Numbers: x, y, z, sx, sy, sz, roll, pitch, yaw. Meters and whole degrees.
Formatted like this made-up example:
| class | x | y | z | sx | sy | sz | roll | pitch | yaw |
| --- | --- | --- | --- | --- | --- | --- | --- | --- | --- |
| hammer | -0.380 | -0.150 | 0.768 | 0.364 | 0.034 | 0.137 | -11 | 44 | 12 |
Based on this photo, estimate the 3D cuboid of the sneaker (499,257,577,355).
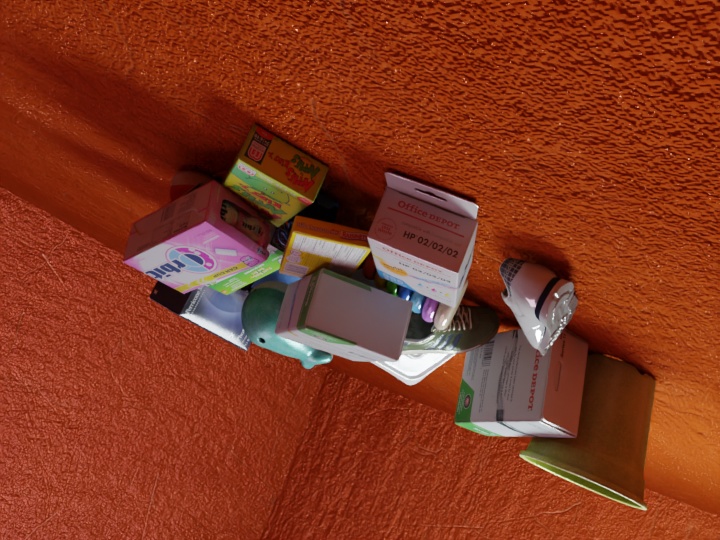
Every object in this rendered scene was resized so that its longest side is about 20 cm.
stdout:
| class | x | y | z | sx | sy | sz | roll | pitch | yaw |
| --- | --- | --- | --- | --- | --- | --- | --- | --- | --- |
| sneaker | 0.219 | 0.042 | 0.824 | 0.079 | 0.077 | 0.201 | 30 | 166 | 26 |

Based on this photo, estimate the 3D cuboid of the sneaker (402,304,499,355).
| class | x | y | z | sx | sy | sz | roll | pitch | yaw |
| --- | --- | --- | --- | --- | --- | --- | --- | --- | --- |
| sneaker | 0.124 | 0.084 | 1.010 | 0.193 | 0.069 | 0.090 | -8 | 155 | -4 |

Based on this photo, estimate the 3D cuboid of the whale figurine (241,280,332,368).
| class | x | y | z | sx | sy | sz | roll | pitch | yaw |
| --- | --- | --- | --- | --- | --- | --- | --- | --- | --- |
| whale figurine | -0.139 | 0.118 | 1.222 | 0.156 | 0.105 | 0.202 | -21 | 117 | 37 |

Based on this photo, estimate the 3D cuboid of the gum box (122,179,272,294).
| class | x | y | z | sx | sy | sz | roll | pitch | yaw |
| --- | --- | --- | --- | --- | --- | --- | --- | --- | --- |
| gum box | -0.225 | -0.042 | 0.925 | 0.196 | 0.068 | 0.113 | -18 | 144 | 35 |

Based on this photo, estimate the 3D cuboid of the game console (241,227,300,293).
| class | x | y | z | sx | sy | sz | roll | pitch | yaw |
| --- | --- | --- | --- | --- | --- | --- | --- | --- | --- |
| game console | -0.115 | 0.017 | 1.228 | 0.197 | 0.174 | 0.119 | 31 | -168 | -29 |

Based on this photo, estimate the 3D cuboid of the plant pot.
| class | x | y | z | sx | sy | sz | roll | pitch | yaw |
| --- | --- | --- | --- | --- | --- | --- | --- | --- | --- |
| plant pot | 0.371 | 0.239 | 1.033 | 0.195 | 0.189 | 0.201 | 22 | 168 | 5 |

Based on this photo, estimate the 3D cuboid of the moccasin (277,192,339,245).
| class | x | y | z | sx | sy | sz | roll | pitch | yaw |
| --- | --- | --- | --- | --- | --- | --- | --- | --- | --- |
| moccasin | -0.083 | -0.060 | 0.949 | 0.079 | 0.070 | 0.200 | 24 | 167 | -3 |

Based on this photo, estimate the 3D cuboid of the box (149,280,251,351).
| class | x | y | z | sx | sy | sz | roll | pitch | yaw |
| --- | --- | --- | --- | --- | --- | --- | --- | --- | --- |
| box | -0.273 | 0.020 | 1.307 | 0.121 | 0.204 | 0.198 | 18 | 168 | 41 |

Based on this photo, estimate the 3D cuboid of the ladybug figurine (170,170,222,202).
| class | x | y | z | sx | sy | sz | roll | pitch | yaw |
| --- | --- | --- | --- | --- | --- | --- | --- | --- | --- |
| ladybug figurine | -0.258 | -0.104 | 1.093 | 0.133 | 0.074 | 0.199 | 27 | 167 | -13 |

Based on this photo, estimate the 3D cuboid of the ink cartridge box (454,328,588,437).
| class | x | y | z | sx | sy | sz | roll | pitch | yaw |
| --- | --- | --- | --- | --- | --- | --- | --- | --- | --- |
| ink cartridge box | 0.246 | 0.175 | 1.024 | 0.081 | 0.151 | 0.198 | 24 | 158 | -24 |

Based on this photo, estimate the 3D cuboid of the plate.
| class | x | y | z | sx | sy | sz | roll | pitch | yaw |
| --- | --- | --- | --- | --- | --- | --- | --- | --- | --- |
| plate | 0.094 | 0.117 | 1.121 | 0.198 | 0.198 | 0.033 | 32 | -151 | -35 |

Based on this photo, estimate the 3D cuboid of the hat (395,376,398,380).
| class | x | y | z | sx | sy | sz | roll | pitch | yaw |
| --- | --- | --- | --- | --- | --- | --- | --- | --- | --- |
| hat | -0.013 | 0.125 | 1.153 | 0.193 | 0.183 | 0.165 | -4 | -178 | -11 |

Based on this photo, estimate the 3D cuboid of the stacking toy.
| class | x | y | z | sx | sy | sz | roll | pitch | yaw |
| --- | --- | --- | --- | --- | --- | --- | --- | --- | --- |
| stacking toy | 0.053 | 0.002 | 0.951 | 0.196 | 0.087 | 0.086 | 28 | 169 | 13 |

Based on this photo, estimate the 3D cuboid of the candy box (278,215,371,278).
| class | x | y | z | sx | sy | sz | roll | pitch | yaw |
| --- | --- | --- | --- | --- | --- | --- | --- | --- | --- |
| candy box | -0.051 | -0.021 | 0.878 | 0.099 | 0.027 | 0.200 | 10 | 164 | -10 |

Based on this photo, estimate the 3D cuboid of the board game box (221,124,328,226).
| class | x | y | z | sx | sy | sz | roll | pitch | yaw |
| --- | --- | --- | --- | --- | --- | --- | --- | --- | --- |
| board game box | -0.119 | -0.114 | 0.849 | 0.100 | 0.049 | 0.199 | 28 | 167 | -15 |

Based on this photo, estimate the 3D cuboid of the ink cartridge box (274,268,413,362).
| class | x | y | z | sx | sy | sz | roll | pitch | yaw |
| --- | --- | --- | --- | --- | --- | --- | --- | --- | --- |
| ink cartridge box | -0.031 | 0.071 | 0.956 | 0.142 | 0.090 | 0.199 | 20 | 165 | -15 |

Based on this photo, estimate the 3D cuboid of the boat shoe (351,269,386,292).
| class | x | y | z | sx | sy | sz | roll | pitch | yaw |
| --- | --- | --- | --- | --- | --- | --- | --- | --- | --- |
| boat shoe | 0.000 | 0.000 | 1.056 | 0.196 | 0.063 | 0.072 | 23 | 134 | 31 |

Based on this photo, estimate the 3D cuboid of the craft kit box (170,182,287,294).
| class | x | y | z | sx | sy | sz | roll | pitch | yaw |
| --- | --- | --- | --- | --- | --- | --- | --- | --- | --- |
| craft kit box | -0.229 | -0.041 | 1.045 | 0.197 | 0.050 | 0.195 | -22 | 140 | 38 |

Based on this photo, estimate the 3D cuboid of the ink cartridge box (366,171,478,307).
| class | x | y | z | sx | sy | sz | roll | pitch | yaw |
| --- | --- | --- | --- | --- | --- | --- | --- | --- | --- |
| ink cartridge box | 0.073 | -0.030 | 0.778 | 0.112 | 0.070 | 0.201 | 21 | 167 | 13 |
